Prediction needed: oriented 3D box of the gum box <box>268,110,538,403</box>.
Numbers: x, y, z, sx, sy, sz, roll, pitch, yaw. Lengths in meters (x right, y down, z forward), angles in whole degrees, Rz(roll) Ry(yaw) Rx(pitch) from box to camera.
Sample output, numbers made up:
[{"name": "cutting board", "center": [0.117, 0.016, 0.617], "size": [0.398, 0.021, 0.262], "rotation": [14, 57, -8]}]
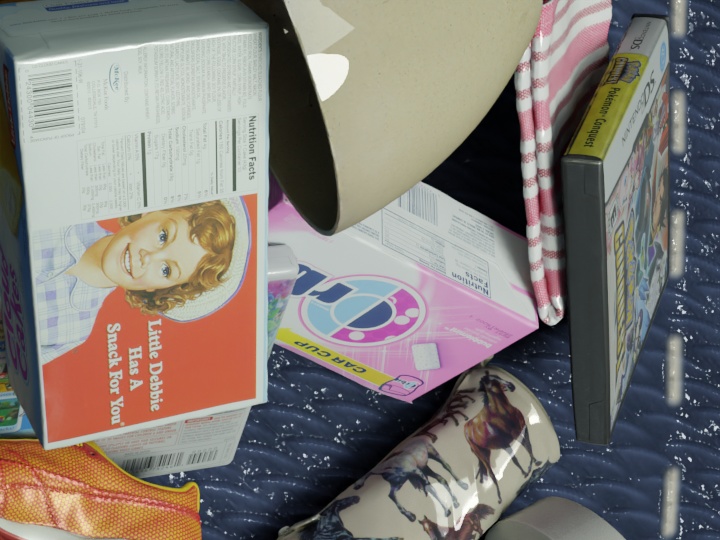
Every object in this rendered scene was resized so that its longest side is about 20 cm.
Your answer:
[{"name": "gum box", "center": [0.000, 0.000, 0.916], "size": [0.200, 0.113, 0.066], "rotation": [26, 47, -31]}]

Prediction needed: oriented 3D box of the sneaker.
[{"name": "sneaker", "center": [-0.180, 0.121, 0.844], "size": [0.200, 0.073, 0.077], "rotation": [23, 45, -26]}]

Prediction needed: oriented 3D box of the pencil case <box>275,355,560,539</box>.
[{"name": "pencil case", "center": [0.033, 0.143, 0.979], "size": [0.200, 0.078, 0.089], "rotation": [-41, 93, -17]}]

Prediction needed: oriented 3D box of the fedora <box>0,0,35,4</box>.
[{"name": "fedora", "center": [-0.218, -0.145, 0.785], "size": [0.200, 0.082, 0.201], "rotation": [8, 51, -10]}]

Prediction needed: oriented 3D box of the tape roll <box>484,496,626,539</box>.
[{"name": "tape roll", "center": [0.145, 0.236, 0.972], "size": [0.037, 0.203, 0.203], "rotation": [-25, 104, -21]}]

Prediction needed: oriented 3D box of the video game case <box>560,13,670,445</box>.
[{"name": "video game case", "center": [0.160, -0.027, 0.961], "size": [0.181, 0.025, 0.200], "rotation": [-58, 148, -49]}]

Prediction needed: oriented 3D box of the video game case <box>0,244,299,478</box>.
[{"name": "video game case", "center": [-0.147, 0.060, 0.856], "size": [0.200, 0.024, 0.182], "rotation": [-5, 141, -24]}]

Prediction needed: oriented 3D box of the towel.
[{"name": "towel", "center": [0.125, -0.085, 0.921], "size": [0.146, 0.030, 0.200], "rotation": [-54, 142, -53]}]

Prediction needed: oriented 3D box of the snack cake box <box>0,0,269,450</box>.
[{"name": "snack cake box", "center": [-0.106, -0.025, 0.731], "size": [0.115, 0.067, 0.200], "rotation": [-11, 123, -23]}]

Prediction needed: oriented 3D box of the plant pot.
[{"name": "plant pot", "center": [0.007, -0.133, 0.753], "size": [0.134, 0.200, 0.200], "rotation": [-22, 103, -12]}]
